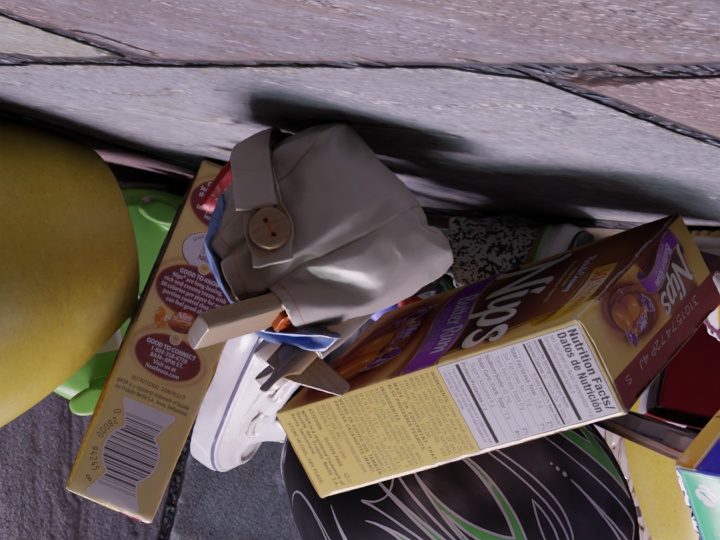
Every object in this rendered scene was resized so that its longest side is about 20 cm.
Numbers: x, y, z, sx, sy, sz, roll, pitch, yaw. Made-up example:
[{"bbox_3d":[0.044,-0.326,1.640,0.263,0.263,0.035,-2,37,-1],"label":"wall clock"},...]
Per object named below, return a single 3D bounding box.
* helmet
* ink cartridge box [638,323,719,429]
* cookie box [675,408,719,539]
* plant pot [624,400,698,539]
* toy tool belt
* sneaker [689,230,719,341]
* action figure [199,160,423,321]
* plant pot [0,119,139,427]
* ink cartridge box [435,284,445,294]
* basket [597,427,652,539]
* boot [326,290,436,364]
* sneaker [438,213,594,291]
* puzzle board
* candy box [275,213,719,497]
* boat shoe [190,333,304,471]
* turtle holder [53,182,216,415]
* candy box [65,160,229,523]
[{"bbox_3d":[0.063,0.145,1.576,0.199,0.201,0.191,17,-157,-48],"label":"helmet"},{"bbox_3d":[0.272,0.065,1.611,0.199,0.084,0.176,12,175,3],"label":"ink cartridge box"},{"bbox_3d":[0.287,0.088,1.365,0.199,0.171,0.076,7,130,40],"label":"cookie box"},{"bbox_3d":[0.268,0.130,1.931,0.199,0.143,0.200,12,175,1],"label":"plant pot"},{"bbox_3d":[-0.035,0.001,1.329,0.125,0.123,0.200,49,175,4],"label":"toy tool belt"},{"bbox_3d":[0.201,0.031,1.359,0.074,0.091,0.200,14,174,-23],"label":"sneaker"},{"bbox_3d":[0.006,0.009,1.486,0.200,0.052,0.065,37,-178,-20],"label":"action figure"},{"bbox_3d":[-0.208,-0.006,1.544,0.141,0.202,0.200,-15,-173,-25],"label":"plant pot"},{"bbox_3d":[0.119,0.030,1.787,0.199,0.050,0.162,18,174,-24],"label":"ink cartridge box"},{"bbox_3d":[0.268,0.192,2.434,0.123,0.202,0.135,2,171,29],"label":"basket"},{"bbox_3d":[0.000,0.000,1.652,0.073,0.095,0.200,41,153,17],"label":"boot"},{"bbox_3d":[0.073,-0.003,1.506,0.088,0.077,0.200,25,170,1],"label":"sneaker"},{"bbox_3d":[0.220,0.108,1.542,0.150,0.018,0.200,17,180,-11],"label":"puzzle board"},{"bbox_3d":[0.068,0.043,1.358,0.199,0.057,0.117,-18,-165,39],"label":"candy box"},{"bbox_3d":[-0.050,0.076,1.648,0.070,0.071,0.200,33,146,7],"label":"boat shoe"},{"bbox_3d":[-0.133,0.001,1.711,0.141,0.185,0.132,49,180,-13],"label":"turtle holder"},{"bbox_3d":[-0.108,0.043,1.573,0.055,0.201,0.115,23,174,-5],"label":"candy box"}]
